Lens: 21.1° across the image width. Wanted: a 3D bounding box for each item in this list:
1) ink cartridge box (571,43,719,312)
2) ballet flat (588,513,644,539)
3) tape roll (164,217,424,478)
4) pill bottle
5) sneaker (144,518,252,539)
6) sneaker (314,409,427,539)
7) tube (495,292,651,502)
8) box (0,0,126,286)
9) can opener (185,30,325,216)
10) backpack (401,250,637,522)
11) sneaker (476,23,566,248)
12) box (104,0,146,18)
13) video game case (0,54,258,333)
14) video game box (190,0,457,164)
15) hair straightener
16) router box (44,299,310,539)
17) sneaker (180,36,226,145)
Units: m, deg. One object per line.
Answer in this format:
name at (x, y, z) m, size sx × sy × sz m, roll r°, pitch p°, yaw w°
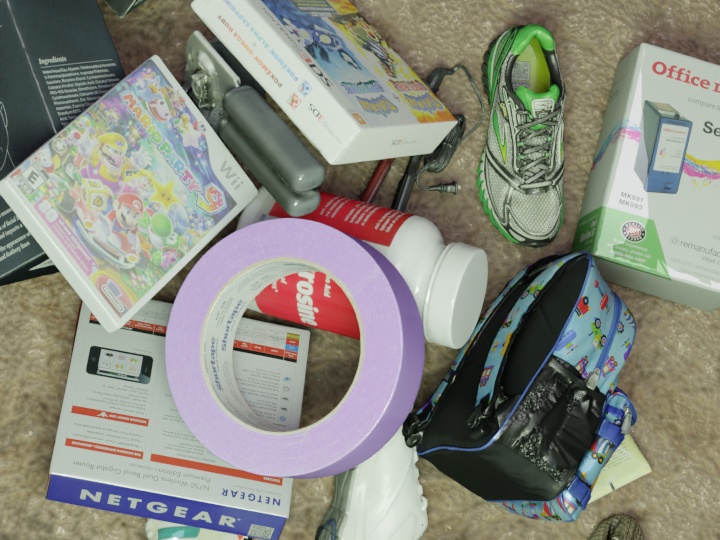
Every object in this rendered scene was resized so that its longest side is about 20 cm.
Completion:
ink cartridge box at (0.283, -0.082, 1.723) m, size 0.144 × 0.088 × 0.202 m, roll 17°, pitch 78°, yaw -6°
ballet flat at (0.197, 0.305, 1.674) m, size 0.067 × 0.046 × 0.201 m, roll 26°, pitch 79°, yaw -4°
tape roll at (-0.052, 0.063, 1.532) m, size 0.198 × 0.066 × 0.202 m, roll -2°, pitch 83°, yaw 18°
pill bottle at (0.000, 0.000, 1.616) m, size 0.198 × 0.112 × 0.113 m, roll 14°, pitch 79°, yaw 20°
sneaker at (-0.160, 0.235, 1.620) m, size 0.093 × 0.070 × 0.200 m, roll 39°, pitch 75°, yaw 7°
sneaker at (0.018, 0.187, 1.659) m, size 0.086 × 0.074 × 0.202 m, roll 15°, pitch 86°, yaw -19°
tube at (0.181, 0.103, 1.703) m, size 0.058 × 0.052 × 0.201 m, roll -25°, pitch 90°, yaw 30°
box at (-0.267, -0.108, 1.590) m, size 0.107 × 0.148 × 0.202 m, roll -16°, pitch 84°, yaw -53°
can opener at (-0.079, -0.126, 1.563) m, size 0.066 × 0.054 × 0.200 m, roll -19°, pitch 51°, yaw -30°
backpack at (0.152, 0.090, 1.598) m, size 0.134 × 0.182 × 0.201 m, roll 36°, pitch 72°, yaw -13°
sneaker at (0.144, -0.120, 1.706) m, size 0.077 × 0.085 × 0.202 m, roll -4°, pitch 84°, yaw -10°
box at (-0.204, -0.334, 1.650) m, size 0.193 × 0.048 × 0.200 m, roll 46°, pitch 44°, yaw 1°
video game case at (-0.179, -0.064, 1.525) m, size 0.144 × 0.018 × 0.200 m, roll 53°, pitch 46°, yaw -11°
video game box at (-0.026, -0.171, 1.616) m, size 0.047 × 0.200 × 0.183 m, roll -45°, pitch 77°, yaw 23°
hair straightener at (0.056, -0.093, 1.717) m, size 0.076 × 0.041 × 0.201 m, roll 28°, pitch 74°, yaw -5°
router box at (-0.150, 0.118, 1.607) m, size 0.198 × 0.049 × 0.181 m, roll 12°, pitch 56°, yaw -8°
sneaker at (-0.124, -0.117, 1.652) m, size 0.199 × 0.076 × 0.114 m, roll -38°, pitch 68°, yaw -7°
